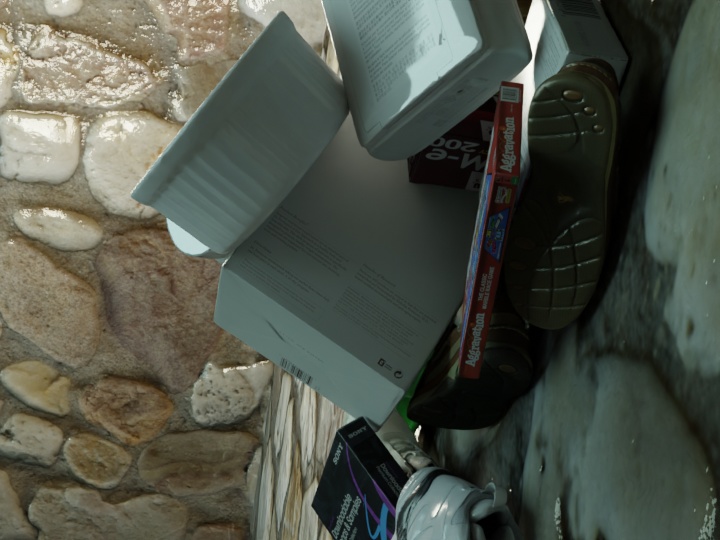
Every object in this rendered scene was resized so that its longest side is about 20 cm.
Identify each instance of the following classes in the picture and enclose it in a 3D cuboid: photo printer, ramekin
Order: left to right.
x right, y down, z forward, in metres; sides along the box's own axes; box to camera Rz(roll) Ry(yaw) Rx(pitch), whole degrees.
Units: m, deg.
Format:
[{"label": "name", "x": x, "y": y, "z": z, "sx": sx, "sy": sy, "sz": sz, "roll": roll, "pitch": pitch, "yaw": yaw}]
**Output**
[{"label": "ramekin", "x": -0.095, "y": -0.110, "z": 0.971, "sx": 0.201, "sy": 0.097, "sz": 0.201, "roll": -48, "pitch": 10, "yaw": 12}, {"label": "photo printer", "x": 0.043, "y": -0.214, "z": 0.919, "sx": 0.166, "sy": 0.069, "sz": 0.202, "roll": -36, "pitch": 61, "yaw": 43}]

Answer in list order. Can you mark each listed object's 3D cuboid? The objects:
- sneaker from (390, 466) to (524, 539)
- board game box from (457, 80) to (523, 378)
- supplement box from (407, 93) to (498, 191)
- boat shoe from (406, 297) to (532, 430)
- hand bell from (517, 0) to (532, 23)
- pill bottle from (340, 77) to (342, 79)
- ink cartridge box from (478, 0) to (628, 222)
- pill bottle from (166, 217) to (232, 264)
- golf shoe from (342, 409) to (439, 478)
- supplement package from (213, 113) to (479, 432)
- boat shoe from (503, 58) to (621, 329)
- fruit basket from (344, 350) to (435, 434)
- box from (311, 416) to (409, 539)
[{"label": "sneaker", "x": 0.068, "y": 0.257, "z": 0.898, "sx": 0.115, "sy": 0.074, "sz": 0.203, "roll": -12, "pitch": 65, "yaw": 60}, {"label": "board game box", "x": 0.094, "y": -0.026, "z": 0.840, "sx": 0.104, "sy": 0.019, "sz": 0.201, "roll": -78, "pitch": -5, "yaw": -46}, {"label": "supplement box", "x": 0.095, "y": -0.158, "z": 1.045, "sx": 0.201, "sy": 0.107, "sz": 0.061, "roll": -93, "pitch": 15, "yaw": -44}, {"label": "boat shoe", "x": 0.098, "y": 0.084, "z": 0.997, "sx": 0.200, "sy": 0.075, "sz": 0.075, "roll": 130, "pitch": 152, "yaw": -60}, {"label": "hand bell", "x": 0.143, "y": -0.325, "z": 1.000, "sx": 0.104, "sy": 0.103, "sz": 0.202, "roll": 113, "pitch": 173, "yaw": -61}, {"label": "pill bottle", "x": 0.023, "y": -0.143, "z": 1.202, "sx": 0.112, "sy": 0.197, "sz": 0.114, "roll": -173, "pitch": 90, "yaw": -82}, {"label": "ink cartridge box", "x": 0.143, "y": -0.104, "z": 0.890, "sx": 0.110, "sy": 0.050, "sz": 0.202, "roll": -96, "pitch": 14, "yaw": -52}, {"label": "pill bottle", "x": -0.096, "y": -0.057, "z": 1.193, "sx": 0.112, "sy": 0.199, "sz": 0.115, "roll": -3, "pitch": 85, "yaw": 41}, {"label": "golf shoe", "x": 0.049, "y": 0.193, "z": 1.125, "sx": 0.201, "sy": 0.078, "sz": 0.098, "roll": 64, "pitch": 145, "yaw": 26}, {"label": "supplement package", "x": 0.000, "y": 0.000, "z": 1.056, "sx": 0.201, "sy": 0.190, "sz": 0.147, "roll": -55, "pitch": -4, "yaw": -24}, {"label": "boat shoe", "x": 0.148, "y": -0.051, "z": 0.798, "sx": 0.068, "sy": 0.071, "sz": 0.202, "roll": -43, "pitch": -35, "yaw": -48}, {"label": "fruit basket", "x": 0.036, "y": 0.095, "z": 1.293, "sx": 0.186, "sy": 0.092, "sz": 0.202, "roll": 106, "pitch": 170, "yaw": -46}, {"label": "box", "x": 0.030, "y": 0.252, "z": 1.052, "sx": 0.201, "sy": 0.036, "sz": 0.144, "roll": 52, "pitch": 146, "yaw": 27}]
